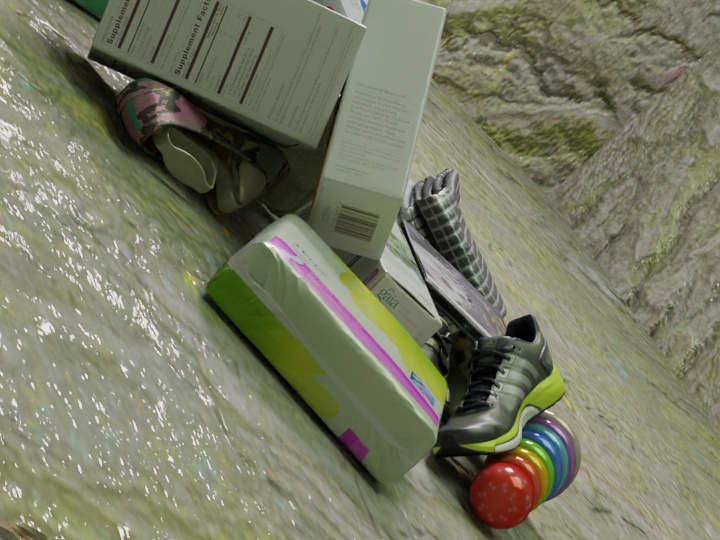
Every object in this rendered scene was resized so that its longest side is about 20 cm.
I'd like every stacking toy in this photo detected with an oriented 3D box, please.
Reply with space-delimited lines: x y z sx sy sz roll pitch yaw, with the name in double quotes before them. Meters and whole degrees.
"stacking toy" 0.139 0.178 1.426 0.086 0.085 0.200 49 15 5

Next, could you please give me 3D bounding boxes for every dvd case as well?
"dvd case" 0.100 0.030 1.597 0.149 0.016 0.200 44 10 -16

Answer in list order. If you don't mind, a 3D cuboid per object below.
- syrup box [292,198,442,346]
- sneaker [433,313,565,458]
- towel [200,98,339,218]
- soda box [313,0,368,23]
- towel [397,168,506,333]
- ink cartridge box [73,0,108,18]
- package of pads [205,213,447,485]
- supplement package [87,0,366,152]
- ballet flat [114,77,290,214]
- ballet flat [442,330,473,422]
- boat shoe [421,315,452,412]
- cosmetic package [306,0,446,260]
"syrup box" 0.000 0.000 1.463 0.079 0.081 0.201 40 16 -30
"sneaker" 0.112 0.103 1.426 0.200 0.073 0.082 -37 114 -57
"towel" -0.090 -0.153 1.484 0.200 0.148 0.037 47 31 -5
"soda box" -0.027 -0.231 1.569 0.064 0.068 0.200 67 11 2
"towel" 0.097 -0.020 1.815 0.167 0.085 0.200 64 8 -10
"ink cartridge box" -0.182 -0.314 1.506 0.050 0.200 0.161 54 13 28
"package of pads" -0.019 0.053 1.245 0.200 0.068 0.155 49 11 -3
"supplement package" -0.113 -0.188 1.356 0.198 0.111 0.114 24 -3 -12
"ballet flat" -0.126 -0.090 1.349 0.199 0.069 0.072 30 39 -51
"ballet flat" 0.106 0.099 1.591 0.067 0.064 0.200 46 12 -11
"boat shoe" 0.050 0.064 1.485 0.072 0.065 0.200 43 12 -23
"cosmetic package" 0.013 -0.124 1.378 0.070 0.102 0.202 16 58 -3
